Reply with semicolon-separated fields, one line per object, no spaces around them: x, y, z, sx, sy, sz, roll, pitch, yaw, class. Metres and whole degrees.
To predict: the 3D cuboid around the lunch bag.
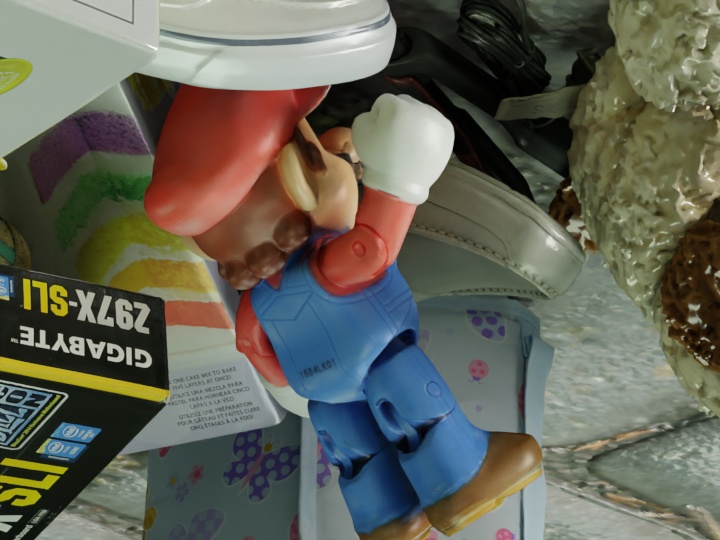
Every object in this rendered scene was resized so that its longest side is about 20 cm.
-0.004;0.105;1.397;0.199;0.171;0.127;-13;150;31;lunch bag

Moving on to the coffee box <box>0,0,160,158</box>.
-0.187;-0.139;0.834;0.197;0.201;0.199;19;149;-37;coffee box

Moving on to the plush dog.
0.148;-0.004;1.128;0.160;0.172;0.199;-39;138;26;plush dog

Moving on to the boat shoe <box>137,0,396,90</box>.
-0.080;-0.111;1.048;0.199;0.074;0.067;4;116;-15;boat shoe

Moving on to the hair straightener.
0.059;-0.080;1.176;0.077;0.041;0.200;-29;141;14;hair straightener

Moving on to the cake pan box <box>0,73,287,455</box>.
-0.144;-0.006;1.189;0.199;0.052;0.185;-10;117;23;cake pan box

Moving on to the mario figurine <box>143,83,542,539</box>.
0.000;0.000;1.111;0.123;0.201;0.106;-28;-176;11;mario figurine

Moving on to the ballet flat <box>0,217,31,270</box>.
-0.226;0.008;1.147;0.199;0.071;0.071;-13;153;20;ballet flat

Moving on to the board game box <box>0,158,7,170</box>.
-0.225;-0.082;1.074;0.199;0.030;0.096;16;164;27;board game box

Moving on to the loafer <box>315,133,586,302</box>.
0.010;-0.009;1.180;0.070;0.070;0.199;38;164;-35;loafer

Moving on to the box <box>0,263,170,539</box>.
-0.185;0.059;1.127;0.159;0.050;0.200;11;147;-27;box
